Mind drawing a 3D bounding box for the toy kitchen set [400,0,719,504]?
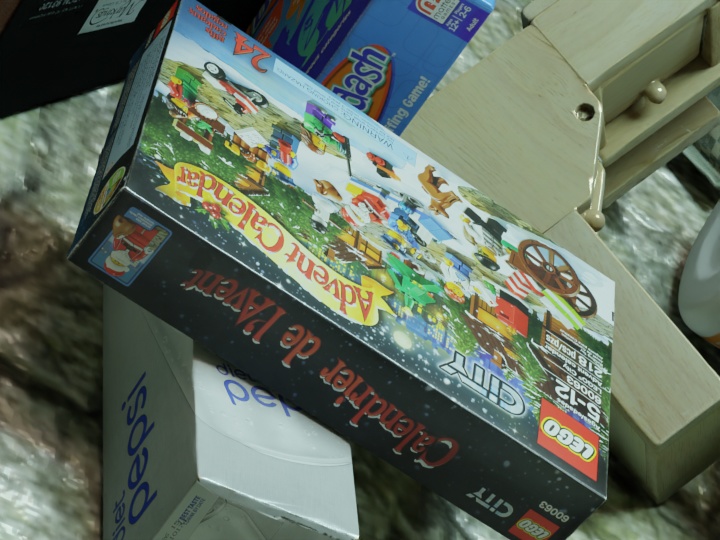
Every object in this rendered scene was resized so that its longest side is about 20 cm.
[{"bbox_3d":[0.146,-0.026,1.245,0.180,0.200,0.163,51,-8,21],"label":"toy kitchen set"}]

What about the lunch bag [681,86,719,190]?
[{"bbox_3d":[0.195,-0.140,1.479,0.164,0.118,0.200,-3,43,-47],"label":"lunch bag"}]

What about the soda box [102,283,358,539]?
[{"bbox_3d":[-0.049,0.036,1.039,0.063,0.068,0.200,23,34,-22],"label":"soda box"}]

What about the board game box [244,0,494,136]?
[{"bbox_3d":[0.000,-0.112,1.204,0.045,0.152,0.200,28,31,-14],"label":"board game box"}]

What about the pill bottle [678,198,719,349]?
[{"bbox_3d":[0.251,0.027,1.314,0.200,0.112,0.112,32,31,-9],"label":"pill bottle"}]

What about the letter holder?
[{"bbox_3d":[-0.129,-0.156,1.183,0.142,0.101,0.200,44,31,15],"label":"letter holder"}]

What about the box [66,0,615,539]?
[{"bbox_3d":[0.000,0.000,1.035,0.200,0.038,0.137,33,30,-15],"label":"box"}]
